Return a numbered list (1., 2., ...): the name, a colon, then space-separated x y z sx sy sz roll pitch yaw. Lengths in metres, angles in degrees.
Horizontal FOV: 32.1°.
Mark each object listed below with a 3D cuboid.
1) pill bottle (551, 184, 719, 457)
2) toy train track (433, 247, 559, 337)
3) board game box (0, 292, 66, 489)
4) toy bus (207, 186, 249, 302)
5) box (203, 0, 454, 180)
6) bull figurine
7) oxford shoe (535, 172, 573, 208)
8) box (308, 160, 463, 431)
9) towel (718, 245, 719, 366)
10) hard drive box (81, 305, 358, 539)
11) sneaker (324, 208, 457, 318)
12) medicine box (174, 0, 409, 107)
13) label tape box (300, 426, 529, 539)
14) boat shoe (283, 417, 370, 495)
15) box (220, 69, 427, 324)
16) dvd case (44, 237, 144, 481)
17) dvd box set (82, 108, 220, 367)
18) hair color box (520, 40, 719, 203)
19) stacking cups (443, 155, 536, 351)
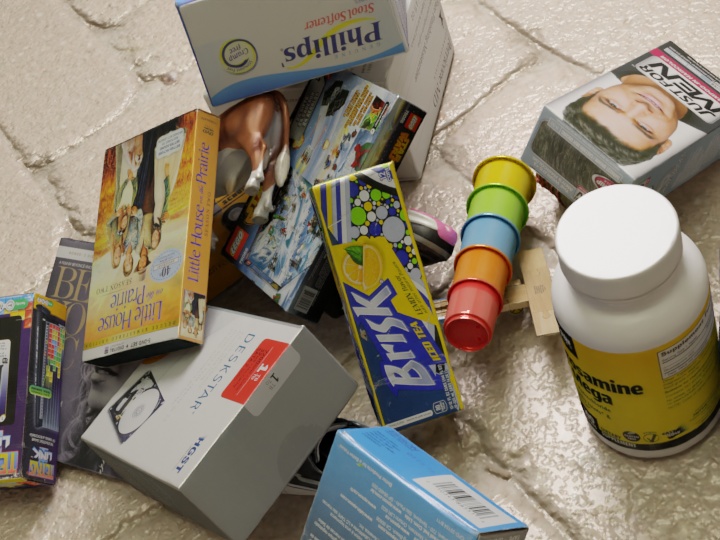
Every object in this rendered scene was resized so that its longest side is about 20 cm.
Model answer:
1. pill bottle: 0.200 0.037 0.906 0.111 0.201 0.114 -12 46 13
2. toy train track: 0.112 0.036 1.054 0.196 0.033 0.115 -10 36 5
3. board game box: -0.368 0.116 1.140 0.197 0.057 0.168 -6 73 21
4. toy bus: -0.149 -0.023 1.203 0.199 0.065 0.078 -37 46 -10
5. box: -0.026 -0.202 1.262 0.197 0.132 0.201 -1 50 21
6. bull figurine: -0.136 -0.085 1.126 0.199 0.065 0.123 -32 52 37
7. oxford shoe: 0.191 -0.073 1.104 0.074 0.071 0.202 -8 38 21
8. box: 0.019 0.021 0.992 0.069 0.203 0.064 -17 3 -4
9. towel: 0.297 0.028 0.935 0.048 0.112 0.202 -9 47 28
10. hard drive box: -0.117 0.116 1.010 0.157 0.077 0.199 -52 29 -19
11. sneaker: 0.000 0.000 1.106 0.197 0.074 0.089 -7 61 37
12. medicine box: -0.056 -0.253 1.124 0.179 0.104 0.201 -15 30 9
13. label tape box: 0.018 0.235 0.890 0.143 0.063 0.203 31 108 39
14. boat shoe: -0.026 0.147 1.000 0.198 0.068 0.072 17 59 34
15. box: -0.036 -0.073 1.084 0.137 0.040 0.202 36 100 51
16. dvd case: -0.242 0.076 1.134 0.147 0.016 0.203 8 79 30
17. dvd box set: -0.182 -0.025 1.084 0.145 0.029 0.204 -14 66 44
18. hair color box: 0.236 -0.117 1.052 0.099 0.061 0.199 42 47 21
19. stacking cups: 0.102 -0.015 1.051 0.059 0.061 0.201 -1 40 22
